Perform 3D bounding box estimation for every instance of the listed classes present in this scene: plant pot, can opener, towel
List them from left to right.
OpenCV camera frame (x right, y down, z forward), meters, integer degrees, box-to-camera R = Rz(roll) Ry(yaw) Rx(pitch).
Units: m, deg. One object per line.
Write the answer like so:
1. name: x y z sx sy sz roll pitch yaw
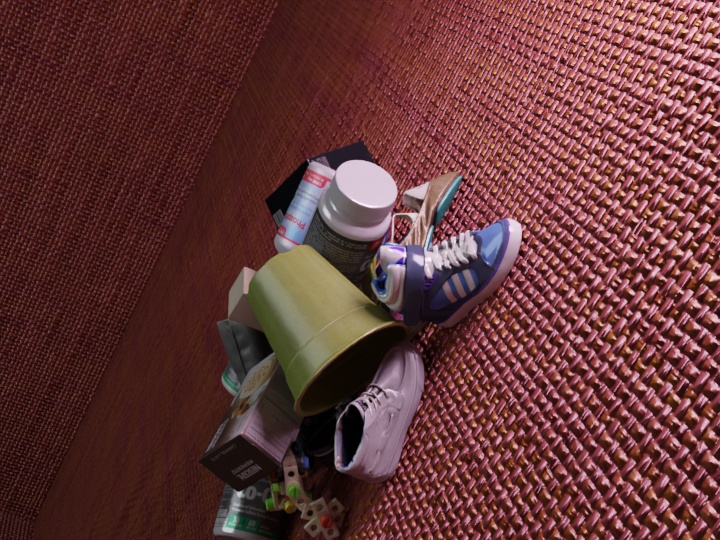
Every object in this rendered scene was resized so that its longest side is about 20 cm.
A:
1. can opener: -0.072 0.253 1.487 0.079 0.063 0.200 53 128 33
2. plant pot: -0.064 0.070 1.340 0.190 0.200 0.200 51 125 20
3. towel: -0.003 0.086 1.504 0.144 0.023 0.201 -104 29 -64

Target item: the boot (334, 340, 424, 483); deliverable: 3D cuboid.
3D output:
1. boot: 0.023 0.185 1.276 0.073 0.095 0.201 4 76 37

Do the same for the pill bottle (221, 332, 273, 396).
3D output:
1. pill bottle: -0.171 0.144 1.765 0.201 0.113 0.113 -62 22 12

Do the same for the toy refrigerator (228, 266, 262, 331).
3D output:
1. toy refrigerator: -0.127 0.075 1.628 0.070 0.199 0.076 -55 25 29

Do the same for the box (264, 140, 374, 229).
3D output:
1. box: -0.076 -0.160 1.811 0.200 0.141 0.079 -34 79 55

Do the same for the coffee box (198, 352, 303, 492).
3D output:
1. coffee box: -0.144 0.217 1.405 0.114 0.080 0.200 -37 17 38

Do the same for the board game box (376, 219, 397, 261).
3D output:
1. board game box: 0.000 0.000 1.573 0.201 0.019 0.103 -65 -16 7

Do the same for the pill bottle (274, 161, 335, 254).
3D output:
1. pill bottle: -0.076 -0.070 1.567 0.201 0.108 0.109 -64 21 3

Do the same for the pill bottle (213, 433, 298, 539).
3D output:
1. pill bottle: -0.167 0.354 1.567 0.113 0.113 0.201 -29 44 58

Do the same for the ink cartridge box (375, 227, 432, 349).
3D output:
1. ink cartridge box: 0.068 0.018 1.442 0.119 0.042 0.201 -50 26 37

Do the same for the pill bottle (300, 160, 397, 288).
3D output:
1. pill bottle: -0.021 -0.061 1.418 0.200 0.113 0.114 117 162 -45

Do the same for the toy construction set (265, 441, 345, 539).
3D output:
1. toy construction set: -0.100 0.330 1.414 0.200 0.092 0.132 13 110 63

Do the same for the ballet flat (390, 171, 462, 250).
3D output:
1. ballet flat: 0.086 -0.076 1.391 0.068 0.072 0.201 90 -157 -65

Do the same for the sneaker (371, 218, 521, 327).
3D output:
1. sneaker: 0.101 -0.011 1.238 0.200 0.146 0.081 -52 26 36

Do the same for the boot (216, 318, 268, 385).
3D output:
1. boot: -0.169 0.167 1.652 0.181 0.072 0.201 -13 84 36

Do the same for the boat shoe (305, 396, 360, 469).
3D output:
1. boat shoe: -0.013 0.228 1.391 0.200 0.062 0.073 -50 27 37
